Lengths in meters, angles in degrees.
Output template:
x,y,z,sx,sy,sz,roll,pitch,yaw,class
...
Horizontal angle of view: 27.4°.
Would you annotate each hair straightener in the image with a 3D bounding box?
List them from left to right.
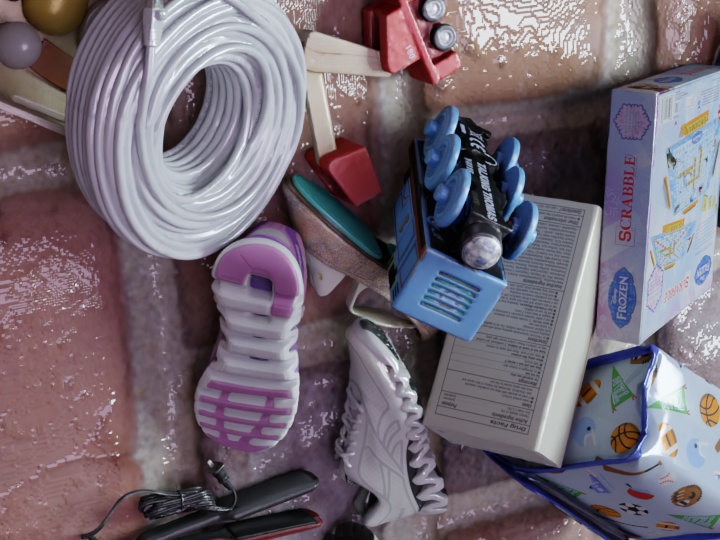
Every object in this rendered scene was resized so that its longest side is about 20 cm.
x,y,z,sx,sy,sz,roll,pitch,yaw,class
-0.125,0.185,1.175,0.198,0.041,0.078,-8,107,-20,hair straightener

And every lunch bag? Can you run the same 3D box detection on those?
x,y,z,sx,sy,sz,roll,pitch,yaw,class
0.217,0.159,1.245,0.169,0.199,0.125,33,60,-30,lunch bag

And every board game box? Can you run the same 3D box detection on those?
x,y,z,sx,sy,sz,roll,pitch,yaw,class
0.254,-0.061,1.229,0.199,0.041,0.202,-22,117,-58,board game box

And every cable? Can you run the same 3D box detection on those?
x,y,z,sx,sy,sz,roll,pitch,yaw,class
-0.121,-0.110,1.034,0.199,0.069,0.202,10,103,-57,cable

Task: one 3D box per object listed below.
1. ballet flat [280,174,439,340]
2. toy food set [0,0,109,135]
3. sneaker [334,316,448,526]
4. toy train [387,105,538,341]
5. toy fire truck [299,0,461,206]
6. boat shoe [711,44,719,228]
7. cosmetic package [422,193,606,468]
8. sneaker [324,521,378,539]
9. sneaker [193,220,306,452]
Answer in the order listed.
x,y,z,sx,sy,sz,roll,pitch,yaw,class
0.000,0.000,1.168,0.199,0.068,0.067,33,107,-28,ballet flat
-0.185,-0.195,1.022,0.142,0.060,0.202,21,95,-29,toy food set
0.014,0.130,1.200,0.080,0.075,0.202,-19,121,-5,sneaker
0.071,-0.042,1.122,0.086,0.201,0.115,25,117,-16,toy train
0.000,-0.168,1.128,0.140,0.049,0.202,-31,115,-14,toy fire truck
0.353,-0.138,1.305,0.072,0.072,0.202,-10,118,-29,boat shoe
0.130,0.045,1.182,0.073,0.102,0.202,36,68,-61,cosmetic package
-0.001,0.318,1.238,0.088,0.077,0.202,20,85,-37,sneaker
-0.077,0.047,1.134,0.079,0.089,0.202,12,122,1,sneaker
